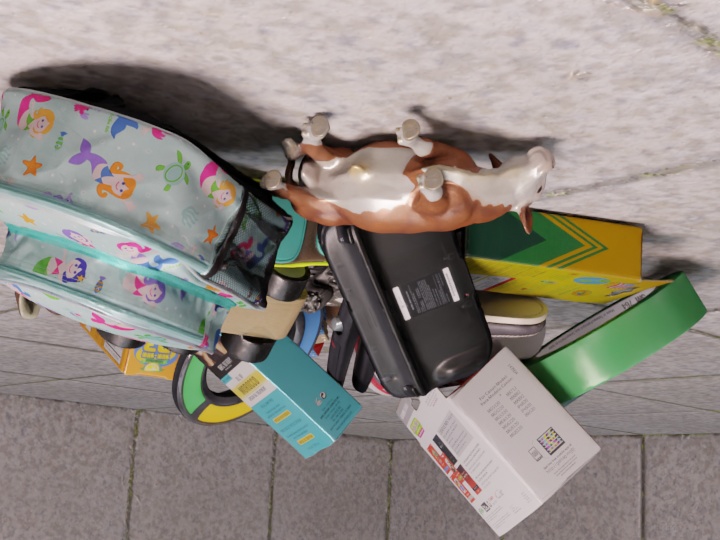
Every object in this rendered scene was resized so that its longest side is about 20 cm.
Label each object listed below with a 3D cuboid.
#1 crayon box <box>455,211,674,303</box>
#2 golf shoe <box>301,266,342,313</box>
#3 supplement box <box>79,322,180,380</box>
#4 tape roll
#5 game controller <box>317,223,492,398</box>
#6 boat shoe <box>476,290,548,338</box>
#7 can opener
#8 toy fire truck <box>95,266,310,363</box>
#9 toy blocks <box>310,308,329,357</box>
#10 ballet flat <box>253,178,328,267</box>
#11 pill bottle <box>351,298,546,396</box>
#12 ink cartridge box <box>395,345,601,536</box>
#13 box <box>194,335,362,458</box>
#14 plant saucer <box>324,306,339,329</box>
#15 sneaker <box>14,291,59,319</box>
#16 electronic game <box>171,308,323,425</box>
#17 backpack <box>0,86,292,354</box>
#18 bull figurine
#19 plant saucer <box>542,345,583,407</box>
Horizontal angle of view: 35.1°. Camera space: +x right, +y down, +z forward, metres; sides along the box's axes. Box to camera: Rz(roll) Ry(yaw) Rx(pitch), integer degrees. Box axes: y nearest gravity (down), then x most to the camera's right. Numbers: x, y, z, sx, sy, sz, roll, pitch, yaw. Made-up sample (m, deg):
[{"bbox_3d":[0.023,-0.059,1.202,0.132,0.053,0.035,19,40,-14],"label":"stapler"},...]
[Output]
[{"bbox_3d":[0.162,-0.011,1.022,0.199,0.051,0.127,8,167,-17],"label":"crayon box"},{"bbox_3d":[0.000,0.000,1.109,0.199,0.078,0.095,-1,-169,4],"label":"golf shoe"},{"bbox_3d":[-0.256,0.063,1.278,0.066,0.069,0.200,11,-170,-30],"label":"supplement box"},{"bbox_3d":[0.248,0.071,1.145,0.200,0.048,0.200,-31,177,-2],"label":"tape roll"},{"bbox_3d":[0.040,0.019,0.934,0.104,0.200,0.042,-25,-148,-4],"label":"game controller"},{"bbox_3d":[0.094,0.054,1.117,0.200,0.063,0.073,3,-159,34],"label":"boat shoe"},{"bbox_3d":[-0.002,0.064,1.054,0.063,0.079,0.200,3,147,-15],"label":"can opener"},{"bbox_3d":[-0.161,-0.014,1.005,0.176,0.200,0.129,9,125,-31],"label":"toy fire truck"},{"bbox_3d":[-0.101,0.066,1.382,0.136,0.100,0.200,-12,156,6],"label":"toy blocks"},{"bbox_3d":[-0.053,-0.036,0.950,0.200,0.067,0.067,9,-174,-33],"label":"ballet flat"},{"bbox_3d":[0.093,0.066,1.223,0.119,0.120,0.200,14,160,-40],"label":"pill bottle"},{"bbox_3d":[0.128,0.159,1.140,0.084,0.176,0.200,-38,167,-17],"label":"ink cartridge box"},{"bbox_3d":[-0.098,0.091,1.102,0.200,0.049,0.082,43,148,-4],"label":"box"},{"bbox_3d":[0.042,0.068,1.459,0.200,0.037,0.200,4,167,1],"label":"plant saucer"},{"bbox_3d":[-0.289,0.008,1.165,0.070,0.076,0.200,13,165,-40],"label":"sneaker"},{"bbox_3d":[-0.119,0.087,1.237,0.042,0.200,0.200,41,-171,31],"label":"electronic game"},{"bbox_3d":[-0.160,-0.036,0.760,0.177,0.151,0.200,17,166,24],"label":"backpack"},{"bbox_3d":[0.031,-0.062,0.789,0.199,0.065,0.121,-3,164,22],"label":"bull figurine"},{"bbox_3d":[0.166,0.089,1.287,0.070,0.019,0.200,-25,-135,-36],"label":"plant saucer"}]
